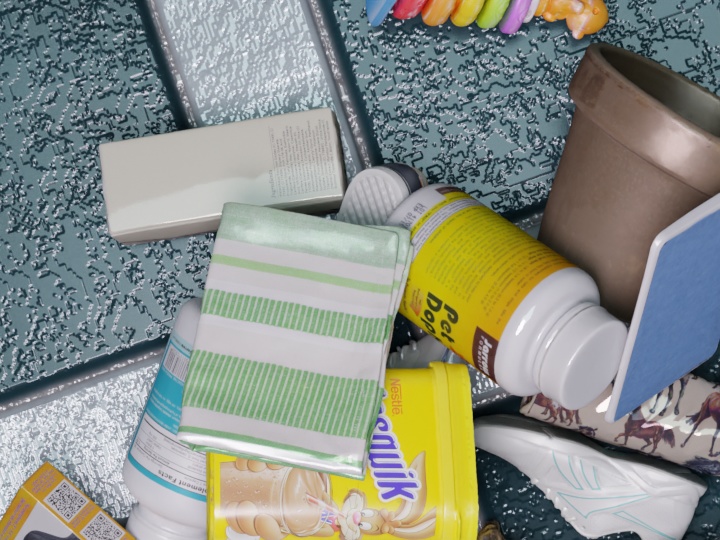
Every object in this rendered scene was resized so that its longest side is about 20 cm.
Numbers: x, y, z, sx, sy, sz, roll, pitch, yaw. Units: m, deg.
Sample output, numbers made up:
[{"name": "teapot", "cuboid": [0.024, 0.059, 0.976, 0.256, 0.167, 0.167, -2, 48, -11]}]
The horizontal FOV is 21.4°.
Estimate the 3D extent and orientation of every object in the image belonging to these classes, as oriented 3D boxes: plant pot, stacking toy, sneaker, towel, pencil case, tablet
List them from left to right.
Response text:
[{"name": "towel", "cuboid": [-0.049, 0.049, 1.425, 0.151, 0.023, 0.201, 9, 66, 5]}, {"name": "sneaker", "cuboid": [0.000, 0.000, 1.577, 0.078, 0.079, 0.201, 38, 116, 16]}, {"name": "sneaker", "cuboid": [0.034, 0.095, 1.569, 0.070, 0.073, 0.201, 30, 92, -4]}, {"name": "stacking toy", "cuboid": [0.111, -0.238, 1.569, 0.199, 0.110, 0.117, 17, 78, -8]}, {"name": "sneaker", "cuboid": [0.178, 0.175, 1.562, 0.199, 0.070, 0.081, 20, 99, 6]}, {"name": "plant pot", "cuboid": [0.226, -0.058, 1.518, 0.199, 0.200, 0.175, 31, 107, 4]}, {"name": "pencil case", "cuboid": [0.234, 0.104, 1.555, 0.199, 0.078, 0.090, 18, 81, 4]}, {"name": "tablet", "cuboid": [0.244, 0.022, 1.441, 0.130, 0.201, 0.014, -30, 54, -31]}]

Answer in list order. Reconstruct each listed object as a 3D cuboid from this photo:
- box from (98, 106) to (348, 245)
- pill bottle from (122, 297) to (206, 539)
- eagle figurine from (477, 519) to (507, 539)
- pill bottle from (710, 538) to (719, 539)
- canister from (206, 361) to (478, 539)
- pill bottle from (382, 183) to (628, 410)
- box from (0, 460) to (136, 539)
[{"name": "box", "cuboid": [-0.111, -0.077, 1.584, 0.198, 0.068, 0.083, -8, 83, 4]}, {"name": "pill bottle", "cuboid": [-0.126, 0.132, 1.554, 0.110, 0.111, 0.201, 22, 101, 4]}, {"name": "eagle figurine", "cuboid": [0.033, 0.241, 1.535, 0.198, 0.152, 0.152, -10, 56, -15]}, {"name": "pill bottle", "cuboid": [0.273, 0.268, 1.501, 0.199, 0.111, 0.112, -11, 88, 26]}, {"name": "canister", "cuboid": [-0.017, 0.145, 1.448, 0.198, 0.087, 0.150, 0, 66, -7]}, {"name": "pill bottle", "cuboid": [0.108, 0.023, 1.475, 0.200, 0.109, 0.110, 36, 91, 33]}, {"name": "box", "cuboid": [-0.212, 0.259, 1.565, 0.200, 0.041, 0.119, 42, 136, 5]}]
